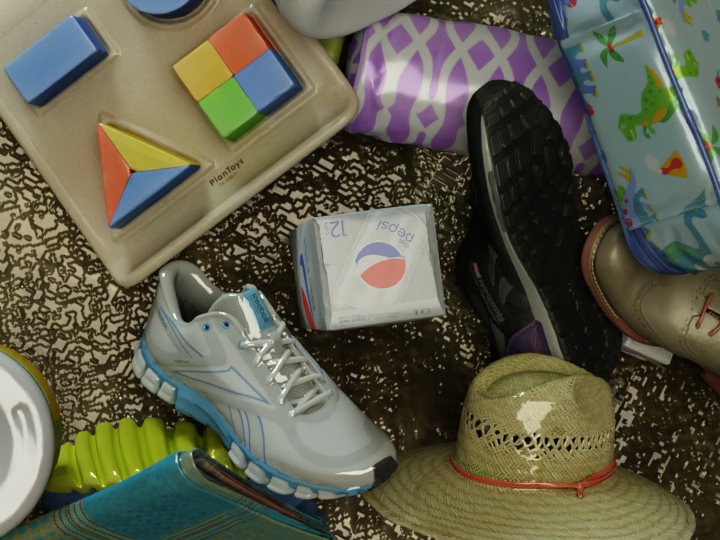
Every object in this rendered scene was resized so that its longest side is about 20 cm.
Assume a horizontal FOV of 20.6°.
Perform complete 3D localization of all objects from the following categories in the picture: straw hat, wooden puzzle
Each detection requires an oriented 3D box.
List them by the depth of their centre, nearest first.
[{"bbox_3d":[0.102,0.095,1.149,0.200,0.201,0.085,4,103,-6],"label":"straw hat"},{"bbox_3d":[-0.128,-0.120,1.177,0.185,0.046,0.200,-37,81,8],"label":"wooden puzzle"}]

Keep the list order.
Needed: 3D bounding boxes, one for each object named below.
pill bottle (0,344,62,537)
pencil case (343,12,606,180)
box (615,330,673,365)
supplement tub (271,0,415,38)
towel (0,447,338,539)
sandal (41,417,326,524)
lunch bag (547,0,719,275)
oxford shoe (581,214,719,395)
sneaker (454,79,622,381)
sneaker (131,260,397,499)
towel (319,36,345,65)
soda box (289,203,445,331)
[{"bbox_3d":[-0.225,0.094,1.116,0.111,0.200,0.111,0,88,-7],"label":"pill bottle"},{"bbox_3d":[0.084,-0.106,1.219,0.199,0.086,0.084,13,73,-6],"label":"pencil case"},{"bbox_3d":[0.202,-0.042,1.247,0.041,0.039,0.201,22,85,-29],"label":"box"},{"bbox_3d":[-0.029,-0.251,1.138,0.144,0.145,0.200,-32,78,-7],"label":"supplement tub"},{"bbox_3d":[-0.133,0.161,1.124,0.200,0.147,0.022,-24,55,24],"label":"towel"},{"bbox_3d":[-0.095,0.136,1.195,0.199,0.080,0.087,-2,115,2],"label":"sandal"},{"bbox_3d":[0.199,-0.105,1.154,0.161,0.082,0.201,-29,98,-46],"label":"lunch bag"},{"bbox_3d":[0.217,0.027,1.197,0.200,0.075,0.071,31,80,-31],"label":"oxford shoe"},{"bbox_3d":[0.084,-0.017,1.189,0.076,0.087,0.201,-39,119,-41],"label":"sneaker"},{"bbox_3d":[-0.058,0.058,1.145,0.200,0.075,0.087,30,128,31],"label":"sneaker"},{"bbox_3d":[-0.033,-0.213,1.226,0.086,0.018,0.201,16,85,-2],"label":"towel"},{"bbox_3d":[0.000,0.000,1.146,0.068,0.200,0.064,-7,90,-6],"label":"soda box"}]
